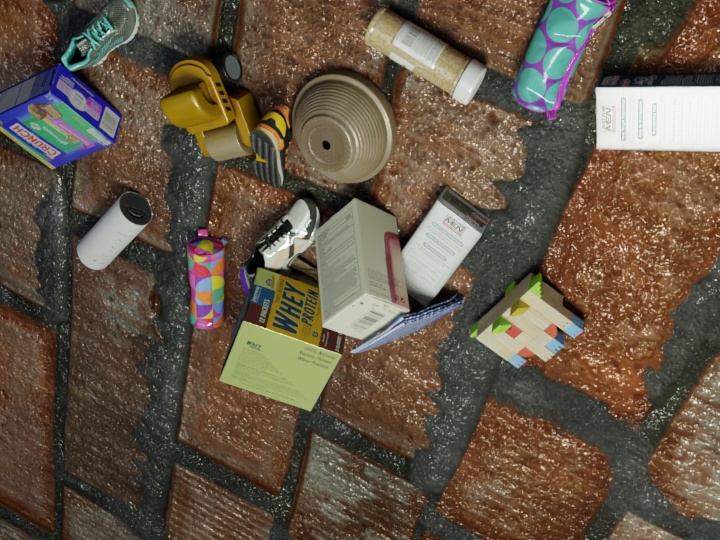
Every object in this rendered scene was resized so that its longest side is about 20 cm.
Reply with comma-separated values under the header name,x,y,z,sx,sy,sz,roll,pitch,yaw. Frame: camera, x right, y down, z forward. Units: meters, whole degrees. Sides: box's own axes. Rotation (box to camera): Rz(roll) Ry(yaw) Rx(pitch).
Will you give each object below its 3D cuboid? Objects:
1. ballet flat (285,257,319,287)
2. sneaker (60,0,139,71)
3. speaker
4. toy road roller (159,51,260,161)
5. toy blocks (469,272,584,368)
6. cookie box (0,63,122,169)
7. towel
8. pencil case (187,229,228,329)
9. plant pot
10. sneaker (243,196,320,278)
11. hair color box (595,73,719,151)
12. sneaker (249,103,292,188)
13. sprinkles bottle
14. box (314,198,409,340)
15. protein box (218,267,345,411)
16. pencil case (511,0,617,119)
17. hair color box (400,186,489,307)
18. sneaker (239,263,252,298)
name,x,y,z,sx,sy,sz,roll,pitch,yaw
ballet flat,-0.122,0.017,1.776,0.196,0.066,0.072,21,131,15
sneaker,-0.485,-0.430,1.669,0.078,0.092,0.199,48,128,-9
speaker,-0.522,-0.082,1.910,0.081,0.081,0.199,47,129,-7
toy road roller,-0.275,-0.282,1.618,0.121,0.146,0.204,-7,116,30
toy blocks,0.305,0.101,1.604,0.135,0.101,0.200,34,129,-11
cookie box,-0.601,-0.299,1.777,0.197,0.077,0.171,-13,144,33
towel,0.088,0.096,1.641,0.144,0.198,0.024,-36,77,39
pencil case,-0.319,0.023,1.873,0.087,0.089,0.204,17,123,16
plant pot,-0.042,-0.236,1.563,0.197,0.093,0.205,13,123,20
sneaker,-0.148,-0.054,1.708,0.074,0.079,0.202,48,114,33
hair color box,0.451,-0.234,1.332,0.196,0.061,0.102,5,121,24
sneaker,-0.150,-0.224,1.631,0.069,0.091,0.201,31,161,8
sprinkles bottle,0.103,-0.344,1.438,0.198,0.068,0.069,33,129,6
box,0.000,0.000,1.605,0.108,0.204,0.127,20,139,-35
protein box,-0.145,0.134,1.729,0.194,0.137,0.201,19,136,-9
pencil case,0.299,-0.334,1.332,0.093,0.084,0.202,48,135,29
hair color box,0.136,-0.040,1.613,0.098,0.061,0.201,36,129,2
sneaker,-0.214,0.080,1.860,0.098,0.070,0.203,-13,112,35
